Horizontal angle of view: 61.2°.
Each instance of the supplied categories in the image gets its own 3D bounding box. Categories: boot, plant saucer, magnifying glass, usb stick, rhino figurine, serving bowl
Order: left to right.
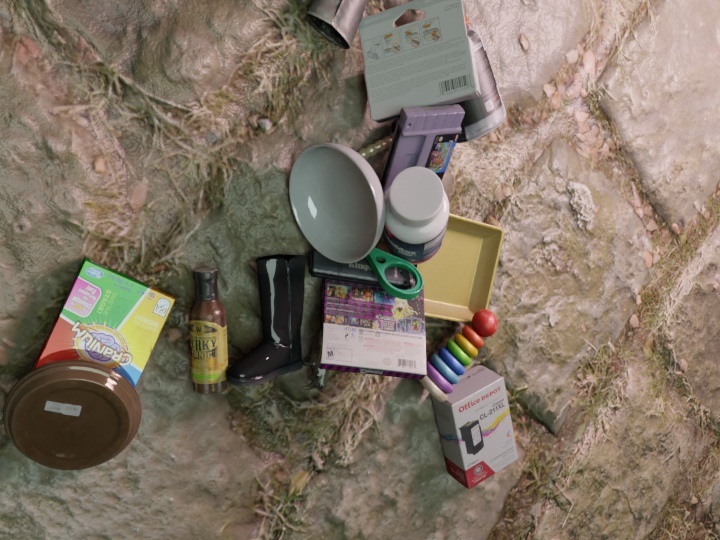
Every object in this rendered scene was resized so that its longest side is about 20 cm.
[{"bbox_3d":[-0.436,0.228,0.924,0.193,0.030,0.206,-7,118,-14],"label":"plant saucer"},{"bbox_3d":[-0.161,0.079,1.040,0.163,0.064,0.207,-12,110,-52],"label":"boot"},{"bbox_3d":[-0.040,-0.513,1.024,0.180,0.072,0.203,33,90,-26],"label":"boot"},{"bbox_3d":[-0.042,0.142,1.130,0.088,0.060,0.200,46,76,-10],"label":"rhino figurine"},{"bbox_3d":[-0.031,-0.120,1.031,0.065,0.196,0.206,-32,113,-44],"label":"serving bowl"},{"bbox_3d":[0.000,0.000,1.094,0.193,0.057,0.033,9,134,-13],"label":"usb stick"},{"bbox_3d":[0.030,-0.022,1.088,0.079,0.198,0.023,-34,155,-41],"label":"magnifying glass"},{"bbox_3d":[0.185,-0.005,1.231,0.195,0.048,0.207,11,93,-28],"label":"plant saucer"}]

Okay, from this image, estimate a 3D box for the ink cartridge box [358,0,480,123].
[{"bbox_3d":[0.099,-0.370,1.057,0.043,0.194,0.180,-9,90,-67],"label":"ink cartridge box"}]

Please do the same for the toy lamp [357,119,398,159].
[{"bbox_3d":[0.030,-0.226,1.108,0.197,0.058,0.060,-30,111,-21],"label":"toy lamp"}]

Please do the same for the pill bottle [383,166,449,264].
[{"bbox_3d":[0.094,-0.095,1.056,0.115,0.201,0.124,-1,74,4],"label":"pill bottle"}]

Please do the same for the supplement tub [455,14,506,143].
[{"bbox_3d":[0.186,-0.354,1.130,0.121,0.122,0.204,-33,112,-18],"label":"supplement tub"}]

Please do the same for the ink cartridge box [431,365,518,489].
[{"bbox_3d":[0.244,0.331,1.300,0.142,0.082,0.206,-22,108,-21],"label":"ink cartridge box"}]

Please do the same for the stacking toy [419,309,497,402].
[{"bbox_3d":[0.203,0.164,1.224,0.085,0.085,0.201,41,94,-26],"label":"stacking toy"}]

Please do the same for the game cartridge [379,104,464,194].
[{"bbox_3d":[0.106,-0.203,1.101,0.126,0.039,0.203,-7,140,-22],"label":"game cartridge"}]

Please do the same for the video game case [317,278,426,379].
[{"bbox_3d":[0.023,0.094,1.095,0.193,0.036,0.187,8,63,-13],"label":"video game case"}]

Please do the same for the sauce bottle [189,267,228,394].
[{"bbox_3d":[-0.254,0.100,1.013,0.063,0.064,0.208,-6,100,-26],"label":"sauce bottle"}]

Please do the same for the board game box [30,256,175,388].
[{"bbox_3d":[-0.401,0.105,0.950,0.150,0.040,0.205,26,86,-29],"label":"board game box"}]
